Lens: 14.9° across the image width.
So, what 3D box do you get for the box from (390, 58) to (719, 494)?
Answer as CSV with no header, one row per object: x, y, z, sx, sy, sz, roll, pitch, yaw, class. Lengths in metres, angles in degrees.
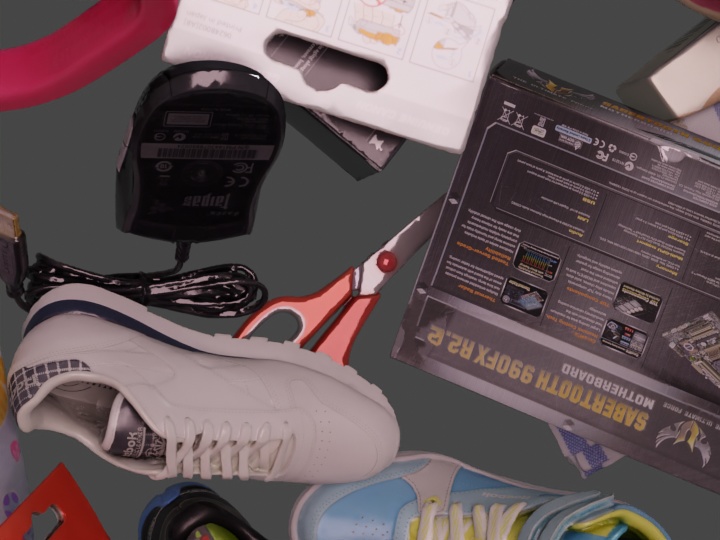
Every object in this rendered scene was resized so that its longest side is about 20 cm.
0.133,0.005,1.375,0.199,0.048,0.159,22,109,9,box

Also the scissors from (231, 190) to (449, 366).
0.000,0.000,1.426,0.073,0.014,0.201,34,85,-6,scissors

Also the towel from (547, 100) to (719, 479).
0.161,0.003,1.405,0.199,0.024,0.148,-27,96,20,towel

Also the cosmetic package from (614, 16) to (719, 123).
0.235,-0.047,1.439,0.105,0.071,0.200,-38,95,-8,cosmetic package

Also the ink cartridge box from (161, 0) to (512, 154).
0.003,-0.175,1.344,0.159,0.047,0.201,17,92,-9,ink cartridge box

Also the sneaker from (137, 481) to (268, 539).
-0.042,0.194,1.380,0.071,0.083,0.200,-37,95,-10,sneaker

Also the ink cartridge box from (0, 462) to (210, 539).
-0.086,0.180,1.287,0.050,0.109,0.201,-30,98,21,ink cartridge box

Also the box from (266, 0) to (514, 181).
0.012,-0.167,1.400,0.141,0.079,0.200,39,82,-3,box

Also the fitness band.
-0.173,-0.124,1.309,0.143,0.200,0.038,8,69,-37,fitness band

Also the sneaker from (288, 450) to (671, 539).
0.068,0.135,1.376,0.198,0.131,0.080,5,89,-9,sneaker

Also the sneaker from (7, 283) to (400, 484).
-0.077,0.075,1.364,0.199,0.081,0.077,14,121,-8,sneaker

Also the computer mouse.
-0.111,-0.045,1.339,0.139,0.200,0.046,-2,55,-8,computer mouse

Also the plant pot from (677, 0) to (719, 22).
0.214,-0.224,1.356,0.200,0.200,0.179,44,67,-6,plant pot

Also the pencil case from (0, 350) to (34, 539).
-0.218,0.057,1.351,0.090,0.083,0.201,-12,91,27,pencil case
